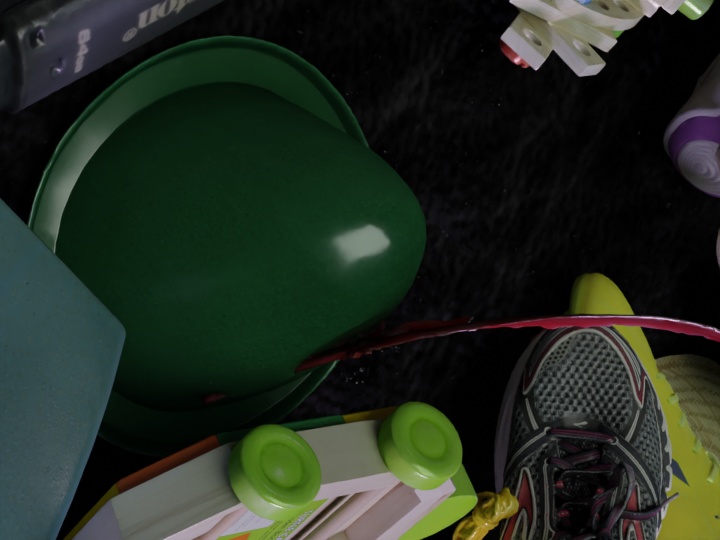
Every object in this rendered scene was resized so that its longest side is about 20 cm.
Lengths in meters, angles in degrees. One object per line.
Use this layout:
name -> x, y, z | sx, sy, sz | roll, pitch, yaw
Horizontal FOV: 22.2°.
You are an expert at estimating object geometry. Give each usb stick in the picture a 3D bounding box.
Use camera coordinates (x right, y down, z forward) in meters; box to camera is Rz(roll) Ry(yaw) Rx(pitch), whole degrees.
usb stick -> -0.062, -0.118, 0.688 | 0.199, 0.056, 0.033 | -33, 79, -29

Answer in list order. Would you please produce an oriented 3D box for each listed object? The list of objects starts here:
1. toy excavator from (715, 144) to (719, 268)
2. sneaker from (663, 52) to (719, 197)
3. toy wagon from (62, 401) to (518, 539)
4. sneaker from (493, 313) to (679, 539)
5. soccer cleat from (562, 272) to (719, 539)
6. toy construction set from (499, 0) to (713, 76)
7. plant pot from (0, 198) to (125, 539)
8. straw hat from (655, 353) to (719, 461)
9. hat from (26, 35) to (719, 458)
toy excavator -> 0.217, 0.014, 0.871 | 0.198, 0.195, 0.101 | 10, 55, -25
sneaker -> 0.204, -0.107, 0.834 | 0.075, 0.200, 0.100 | 36, 67, -4
toy wagon -> -0.024, 0.099, 0.713 | 0.198, 0.155, 0.040 | -6, 62, -40
sneaker -> 0.096, 0.114, 0.770 | 0.075, 0.080, 0.202 | 87, 6, -69
soccer cleat -> 0.139, 0.097, 0.844 | 0.065, 0.083, 0.203 | 17, 62, -69
toy construction set -> 0.147, -0.151, 0.783 | 0.199, 0.132, 0.092 | -34, 116, 22
plant pot -> -0.179, 0.062, 0.573 | 0.142, 0.141, 0.201 | 48, 66, -30
straw hat -> 0.175, 0.149, 0.914 | 0.199, 0.085, 0.204 | -9, 105, -38
hat -> 0.000, 0.000, 0.680 | 0.199, 0.175, 0.167 | -35, 120, -28
